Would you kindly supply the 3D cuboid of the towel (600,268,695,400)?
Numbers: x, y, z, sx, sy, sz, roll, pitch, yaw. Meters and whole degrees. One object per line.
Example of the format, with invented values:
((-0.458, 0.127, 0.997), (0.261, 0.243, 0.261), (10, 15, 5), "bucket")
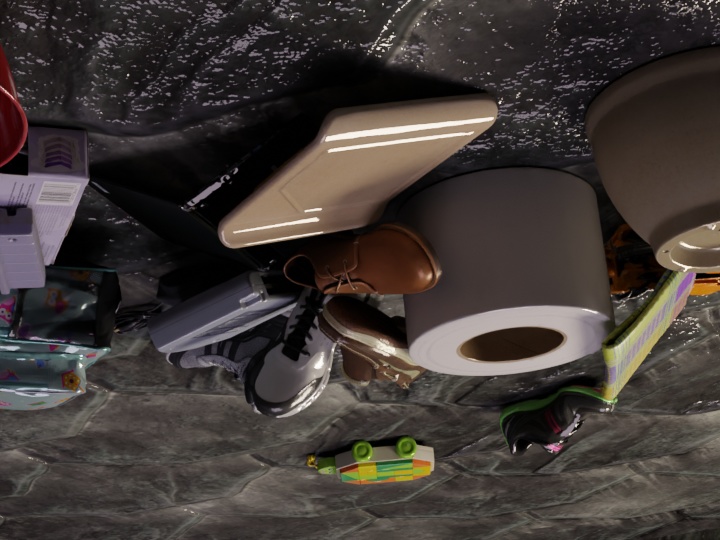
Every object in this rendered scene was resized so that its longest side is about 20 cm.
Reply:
((0.279, 0.051, 1.402), (0.144, 0.023, 0.200), (-51, 162, -7), "towel")

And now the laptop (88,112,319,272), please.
((-0.117, -0.078, 1.284), (0.199, 0.104, 0.177), (-36, 153, 6), "laptop")

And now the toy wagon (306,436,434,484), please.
((0.016, 0.303, 2.243), (0.198, 0.040, 0.155), (-5, 158, 0), "toy wagon")

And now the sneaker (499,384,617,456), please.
((0.283, 0.214, 2.018), (0.076, 0.085, 0.199), (12, 153, -39), "sneaker")

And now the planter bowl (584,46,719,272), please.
((0.295, -0.080, 1.201), (0.198, 0.136, 0.201), (-4, 158, -2), "planter bowl")

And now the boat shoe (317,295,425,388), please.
((0.012, 0.083, 1.418), (0.075, 0.075, 0.202), (-52, 148, 9), "boat shoe")

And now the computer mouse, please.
((-0.208, 0.041, 1.532), (0.058, 0.034, 0.199), (11, 154, -38), "computer mouse")

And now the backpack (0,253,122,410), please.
((-0.347, 0.054, 1.372), (0.198, 0.155, 0.176), (16, 165, -21), "backpack")

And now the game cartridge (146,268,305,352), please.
((-0.132, 0.040, 1.433), (0.132, 0.042, 0.200), (-21, 175, 14), "game cartridge")

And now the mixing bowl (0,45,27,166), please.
((-0.318, -0.141, 0.937), (0.198, 0.109, 0.200), (-4, 158, -2), "mixing bowl")

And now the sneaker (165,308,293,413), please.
((-0.136, 0.107, 1.605), (0.198, 0.115, 0.075), (-16, 156, 26), "sneaker")

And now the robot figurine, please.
((0.333, -0.013, 1.485), (0.198, 0.059, 0.145), (-2, 158, -11), "robot figurine")

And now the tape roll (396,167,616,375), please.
((0.138, 0.006, 1.379), (0.200, 0.141, 0.203), (-4, 158, -2), "tape roll")

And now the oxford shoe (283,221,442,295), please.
((0.000, 0.000, 1.325), (0.071, 0.072, 0.199), (-31, -163, -32), "oxford shoe")

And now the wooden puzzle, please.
((-0.006, -0.088, 1.198), (0.184, 0.038, 0.200), (-11, 161, -38), "wooden puzzle")

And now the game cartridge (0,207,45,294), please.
((-0.374, -0.013, 1.226), (0.198, 0.039, 0.130), (-2, 154, -8), "game cartridge")

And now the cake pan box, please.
((-0.335, -0.065, 1.211), (0.182, 0.053, 0.200), (1, 158, -21), "cake pan box")

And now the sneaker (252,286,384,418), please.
((-0.050, 0.055, 1.438), (0.073, 0.201, 0.080), (24, 158, 24), "sneaker")
